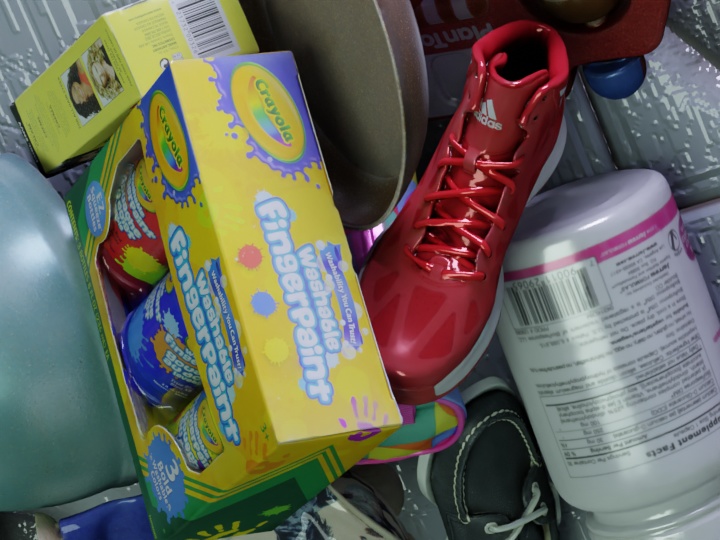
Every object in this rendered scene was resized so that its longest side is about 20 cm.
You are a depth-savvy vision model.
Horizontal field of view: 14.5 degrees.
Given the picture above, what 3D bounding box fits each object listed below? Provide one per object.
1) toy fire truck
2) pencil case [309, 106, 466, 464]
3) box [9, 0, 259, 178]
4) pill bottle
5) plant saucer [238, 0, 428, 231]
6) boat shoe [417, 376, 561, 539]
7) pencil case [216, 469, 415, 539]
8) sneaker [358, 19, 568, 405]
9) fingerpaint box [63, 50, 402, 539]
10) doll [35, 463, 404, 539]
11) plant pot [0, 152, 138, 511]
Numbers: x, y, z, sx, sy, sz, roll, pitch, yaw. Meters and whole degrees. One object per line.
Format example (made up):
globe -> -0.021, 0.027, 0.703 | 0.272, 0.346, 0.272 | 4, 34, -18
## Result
toy fire truck -> 0.074, -0.154, 1.456 | 0.200, 0.112, 0.168 | -7, 131, 25
pencil case -> 0.000, 0.000, 1.468 | 0.088, 0.088, 0.200 | -26, 63, 28
box -> -0.123, -0.102, 1.499 | 0.050, 0.075, 0.200 | 65, 156, 1
pill bottle -> 0.140, 0.057, 1.495 | 0.113, 0.113, 0.200 | -15, 104, 26
plant saucer -> -0.020, -0.118, 1.387 | 0.200, 0.032, 0.200 | 46, 148, 40
boat shoe -> 0.078, 0.134, 1.535 | 0.060, 0.076, 0.200 | 47, 163, 33
pencil case -> -0.070, 0.178, 1.512 | 0.200, 0.078, 0.089 | -41, 100, 8
sneaker -> 0.047, -0.040, 1.379 | 0.078, 0.200, 0.116 | 16, 150, 9
fingerpaint box -> -0.070, 0.017, 1.411 | 0.167, 0.073, 0.200 | -42, 60, 56
doll -> -0.073, 0.143, 1.571 | 0.200, 0.049, 0.137 | -15, 135, 0
plant pot -> -0.218, 0.052, 1.570 | 0.200, 0.134, 0.200 | 49, 153, 36
